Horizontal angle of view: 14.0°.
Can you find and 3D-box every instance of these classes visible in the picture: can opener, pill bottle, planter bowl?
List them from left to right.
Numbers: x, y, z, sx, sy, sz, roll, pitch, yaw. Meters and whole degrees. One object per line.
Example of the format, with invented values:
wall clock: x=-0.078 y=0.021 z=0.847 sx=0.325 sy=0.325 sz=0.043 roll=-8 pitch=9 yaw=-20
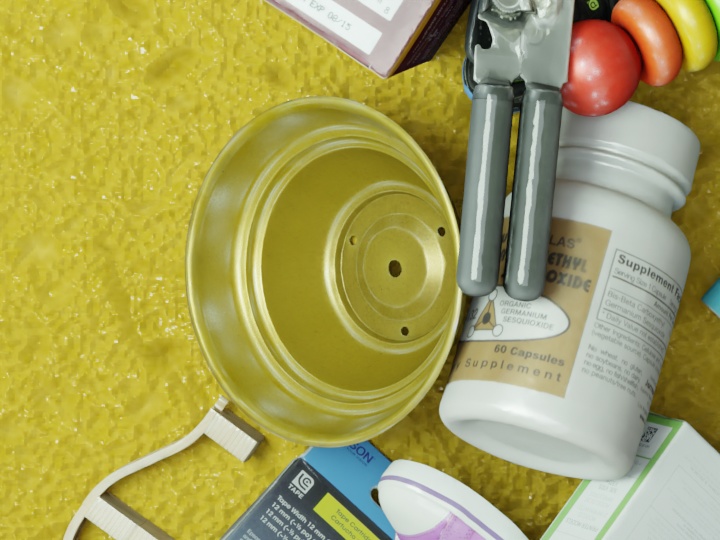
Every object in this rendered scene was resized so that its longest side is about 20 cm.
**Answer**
planter bowl: x=0.000 y=0.000 z=1.697 sx=0.200 sy=0.083 sz=0.201 roll=1 pitch=92 yaw=37
can opener: x=0.082 y=-0.084 z=1.607 sx=0.053 sy=0.067 sz=0.200 roll=5 pitch=90 yaw=-9
pill bottle: x=0.125 y=0.008 z=1.660 sx=0.114 sy=0.114 sz=0.200 roll=16 pitch=75 yaw=6

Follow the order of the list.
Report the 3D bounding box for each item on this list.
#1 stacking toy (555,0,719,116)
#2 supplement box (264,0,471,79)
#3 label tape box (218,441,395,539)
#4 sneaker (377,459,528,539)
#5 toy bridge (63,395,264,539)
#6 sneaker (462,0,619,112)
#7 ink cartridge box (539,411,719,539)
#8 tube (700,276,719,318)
stacking toy: x=0.191 y=-0.148 z=1.641 sx=0.200 sy=0.085 sz=0.085 roll=-26 pitch=92 yaw=-13
supplement box: x=0.005 y=-0.175 z=1.636 sx=0.110 sy=0.200 sz=0.086 roll=34 pitch=100 yaw=3
label tape box: x=-0.029 y=0.206 z=1.733 sx=0.143 sy=0.066 sz=0.200 roll=42 pitch=58 yaw=1
sneaker: x=0.059 y=0.210 z=1.688 sx=0.114 sy=0.073 sz=0.201 roll=-46 pitch=106 yaw=-27
toy bridge: x=-0.138 y=0.157 z=1.774 sx=0.067 sy=0.027 sz=0.200 roll=35 pitch=98 yaw=4
sneaker: x=0.140 y=-0.160 z=1.680 sx=0.200 sy=0.083 sz=0.071 roll=-41 pitch=90 yaw=9
ink cartridge box: x=0.148 y=0.190 z=1.670 sx=0.104 sy=0.059 sz=0.200 roll=43 pitch=74 yaw=-25
tube: x=0.284 y=-0.037 z=1.695 sx=0.077 sy=0.050 sz=0.200 roll=42 pitch=94 yaw=-6
